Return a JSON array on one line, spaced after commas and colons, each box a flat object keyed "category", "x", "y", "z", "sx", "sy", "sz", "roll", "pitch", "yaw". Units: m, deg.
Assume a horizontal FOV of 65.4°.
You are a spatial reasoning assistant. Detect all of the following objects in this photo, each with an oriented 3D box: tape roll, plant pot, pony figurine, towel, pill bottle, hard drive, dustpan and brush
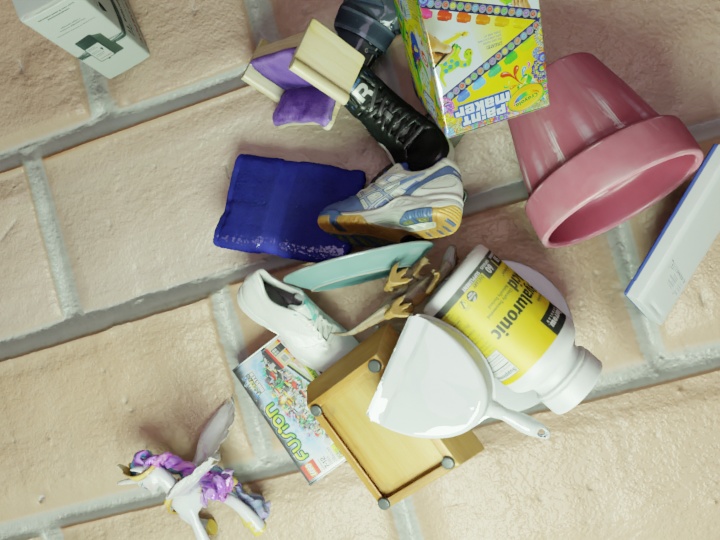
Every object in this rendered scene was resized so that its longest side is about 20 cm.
[{"category": "tape roll", "x": 0.181, "y": 0.086, "z": 0.760, "sx": 0.197, "sy": 0.066, "sz": 0.203, "roll": 0, "pitch": 89, "yaw": 9}, {"category": "plant pot", "x": 0.276, "y": -0.155, "z": 0.694, "sx": 0.198, "sy": 0.200, "sz": 0.181, "roll": -26, "pitch": 72, "yaw": 7}, {"category": "pony figurine", "x": -0.222, "y": 0.301, "z": 0.789, "sx": 0.193, "sy": 0.167, "sz": 0.200, "roll": -39, "pitch": 100, "yaw": 14}, {"category": "towel", "x": -0.097, "y": -0.084, "z": 0.796, "sx": 0.197, "sy": 0.050, "sz": 0.150, "roll": 9, "pitch": 72, "yaw": 10}, {"category": "pill bottle", "x": 0.182, "y": 0.073, "z": 0.671, "sx": 0.200, "sy": 0.111, "sz": 0.112, "roll": 41, "pitch": 95, "yaw": 6}, {"category": "hard drive", "x": 0.406, "y": -0.037, "z": 0.701, "sx": 0.025, "sy": 0.131, "sz": 0.202, "roll": 33, "pitch": 95, "yaw": 42}, {"category": "dustpan and brush", "x": 0.124, "y": 0.148, "z": 0.639, "sx": 0.198, "sy": 0.057, "sz": 0.141, "roll": 26, "pitch": 99, "yaw": 12}]

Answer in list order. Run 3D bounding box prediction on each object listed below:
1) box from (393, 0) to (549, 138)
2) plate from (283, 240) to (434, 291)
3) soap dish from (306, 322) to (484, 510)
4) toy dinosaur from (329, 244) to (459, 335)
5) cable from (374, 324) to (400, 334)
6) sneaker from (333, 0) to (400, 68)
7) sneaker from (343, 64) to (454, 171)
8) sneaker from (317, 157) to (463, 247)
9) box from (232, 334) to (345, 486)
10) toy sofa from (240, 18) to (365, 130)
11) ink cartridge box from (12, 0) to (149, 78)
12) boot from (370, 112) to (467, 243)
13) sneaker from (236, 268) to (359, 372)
[{"category": "box", "x": 0.113, "y": -0.289, "z": 0.645, "sx": 0.120, "sy": 0.201, "sz": 0.194, "roll": -16, "pitch": 122, "yaw": 3}, {"category": "plate", "x": 0.000, "y": 0.000, "z": 0.718, "sx": 0.197, "sy": 0.200, "sz": 0.026, "roll": -13, "pitch": 84, "yaw": 8}, {"category": "soap dish", "x": 0.036, "y": 0.194, "z": 0.721, "sx": 0.157, "sy": 0.081, "sz": 0.201, "roll": -39, "pitch": 88, "yaw": 23}, {"category": "toy dinosaur", "x": 0.044, "y": 0.042, "z": 0.685, "sx": 0.199, "sy": 0.106, "sz": 0.061, "roll": -33, "pitch": 73, "yaw": 4}, {"category": "cable", "x": 0.029, "y": 0.174, "z": 0.785, "sx": 0.096, "sy": 0.050, "sz": 0.203, "roll": 16, "pitch": 100, "yaw": 35}, {"category": "sneaker", "x": 0.061, "y": -0.328, "z": 0.777, "sx": 0.200, "sy": 0.077, "sz": 0.148, "roll": 24, "pitch": 102, "yaw": -1}, {"category": "sneaker", "x": 0.029, "y": -0.195, "z": 0.716, "sx": 0.073, "sy": 0.111, "sz": 0.200, "roll": -49, "pitch": 48, "yaw": 10}, {"category": "sneaker", "x": 0.037, "y": -0.084, "z": 0.693, "sx": 0.198, "sy": 0.075, "sz": 0.089, "roll": -3, "pitch": 67, "yaw": 32}, {"category": "box", "x": -0.085, "y": 0.193, "z": 0.814, "sx": 0.110, "sy": 0.035, "sz": 0.201, "roll": -37, "pitch": 85, "yaw": 7}, {"category": "toy sofa", "x": -0.088, "y": -0.248, "z": 0.731, "sx": 0.082, "sy": 0.199, "sz": 0.099, "roll": 26, "pitch": 90, "yaw": -32}, {"category": "ink cartridge box", "x": -0.395, "y": -0.380, "z": 0.779, "sx": 0.082, "sy": 0.200, "sz": 0.148, "roll": -24, "pitch": 87, "yaw": 4}, {"category": "boot", "x": 0.106, "y": -0.127, "z": 0.740, "sx": 0.200, "sy": 0.067, "sz": 0.131, "roll": -48, "pitch": 45, "yaw": 12}, {"category": "sneaker", "x": -0.075, "y": 0.069, "z": 0.765, "sx": 0.199, "sy": 0.088, "sz": 0.076, "roll": 33, "pitch": 54, "yaw": -9}]
